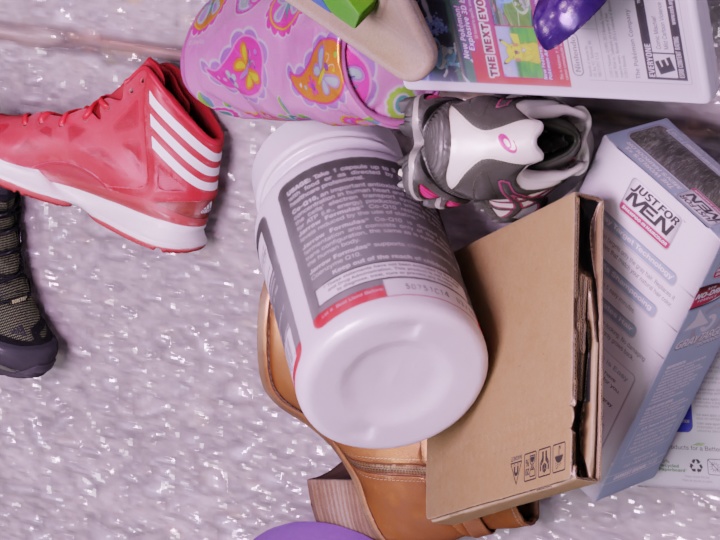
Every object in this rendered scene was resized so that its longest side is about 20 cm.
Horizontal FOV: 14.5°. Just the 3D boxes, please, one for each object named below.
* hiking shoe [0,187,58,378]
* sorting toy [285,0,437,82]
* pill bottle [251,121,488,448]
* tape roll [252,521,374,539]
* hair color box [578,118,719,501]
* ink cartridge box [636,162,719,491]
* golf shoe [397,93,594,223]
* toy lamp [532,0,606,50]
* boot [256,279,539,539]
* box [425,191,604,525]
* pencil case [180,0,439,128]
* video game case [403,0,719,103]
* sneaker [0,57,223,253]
[{"bbox_3d":[-0.263,-0.020,1.922,0.200,0.076,0.101,52,126,11],"label":"hiking shoe"},{"bbox_3d":[-0.050,-0.199,1.504,0.185,0.036,0.200,37,162,33],"label":"sorting toy"},{"bbox_3d":[0.000,0.000,1.688,0.114,0.114,0.200,-55,32,30],"label":"pill bottle"},{"bbox_3d":[-0.026,0.267,1.817,0.200,0.085,0.200,18,125,27],"label":"tape roll"},{"bbox_3d":[0.155,0.024,1.633,0.099,0.061,0.200,44,131,29],"label":"hair color box"},{"bbox_3d":[0.201,0.032,1.669,0.095,0.037,0.201,1,106,33],"label":"ink cartridge box"},{"bbox_3d":[0.098,-0.065,1.608,0.088,0.200,0.077,-1,94,29],"label":"golf shoe"},{"bbox_3d":[0.044,-0.199,1.443,0.200,0.058,0.058,46,124,-9],"label":"toy lamp"},{"bbox_3d":[0.024,0.081,1.766,0.155,0.077,0.200,-6,102,35],"label":"boot"},{"bbox_3d":[0.087,0.054,1.637,0.200,0.021,0.164,152,122,-65],"label":"box"},{"bbox_3d":[-0.027,-0.128,1.675,0.200,0.087,0.088,6,108,59],"label":"pencil case"},{"bbox_3d":[0.089,-0.180,1.489,0.182,0.023,0.200,5,127,26],"label":"video game case"},{"bbox_3d":[-0.174,-0.098,1.858,0.200,0.078,0.116,23,106,12],"label":"sneaker"}]
